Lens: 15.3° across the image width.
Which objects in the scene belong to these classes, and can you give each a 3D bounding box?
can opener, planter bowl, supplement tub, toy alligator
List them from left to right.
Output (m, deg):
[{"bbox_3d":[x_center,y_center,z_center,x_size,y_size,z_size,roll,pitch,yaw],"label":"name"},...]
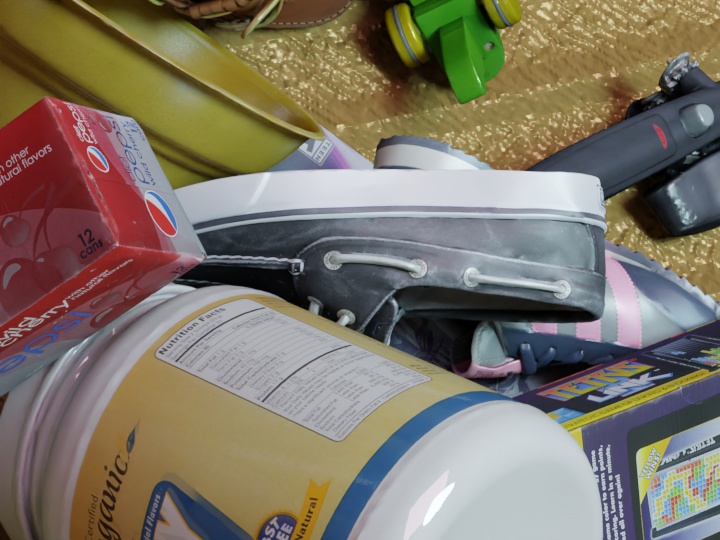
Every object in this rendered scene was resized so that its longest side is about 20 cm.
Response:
[{"bbox_3d":[-0.118,-0.076,1.102,0.200,0.200,0.084,32,97,-5],"label":"planter bowl"},{"bbox_3d":[-0.026,0.090,0.996,0.199,0.145,0.144,22,41,36],"label":"supplement tub"},{"bbox_3d":[0.037,-0.153,1.281,0.054,0.059,0.201,48,22,-55],"label":"toy alligator"},{"bbox_3d":[0.127,-0.052,1.245,0.199,0.063,0.079,-18,72,-47],"label":"can opener"}]

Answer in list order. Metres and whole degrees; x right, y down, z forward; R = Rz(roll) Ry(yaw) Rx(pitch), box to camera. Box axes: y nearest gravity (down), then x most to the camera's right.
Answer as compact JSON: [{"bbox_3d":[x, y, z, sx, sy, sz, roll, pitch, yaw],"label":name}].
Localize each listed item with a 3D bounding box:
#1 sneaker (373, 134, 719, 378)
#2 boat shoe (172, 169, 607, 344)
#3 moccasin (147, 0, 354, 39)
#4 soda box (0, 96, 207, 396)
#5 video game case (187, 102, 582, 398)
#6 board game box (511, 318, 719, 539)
[{"bbox_3d":[0.079,0.023,1.147,0.199,0.070,0.082,28,67,-8],"label":"sneaker"},{"bbox_3d":[0.000,0.000,1.070,0.199,0.072,0.068,-1,77,-4],"label":"boat shoe"},{"bbox_3d":[-0.059,-0.141,1.167,0.078,0.074,0.201,40,10,30],"label":"moccasin"},{"bbox_3d":[-0.159,0.018,0.978,0.064,0.199,0.070,62,20,16],"label":"soda box"},{"bbox_3d":[0.009,0.027,1.149,0.200,0.019,0.143,35,49,-3],"label":"video game case"},{"bbox_3d":[0.125,0.135,1.094,0.165,0.057,0.201,-17,107,-34],"label":"board game box"}]
